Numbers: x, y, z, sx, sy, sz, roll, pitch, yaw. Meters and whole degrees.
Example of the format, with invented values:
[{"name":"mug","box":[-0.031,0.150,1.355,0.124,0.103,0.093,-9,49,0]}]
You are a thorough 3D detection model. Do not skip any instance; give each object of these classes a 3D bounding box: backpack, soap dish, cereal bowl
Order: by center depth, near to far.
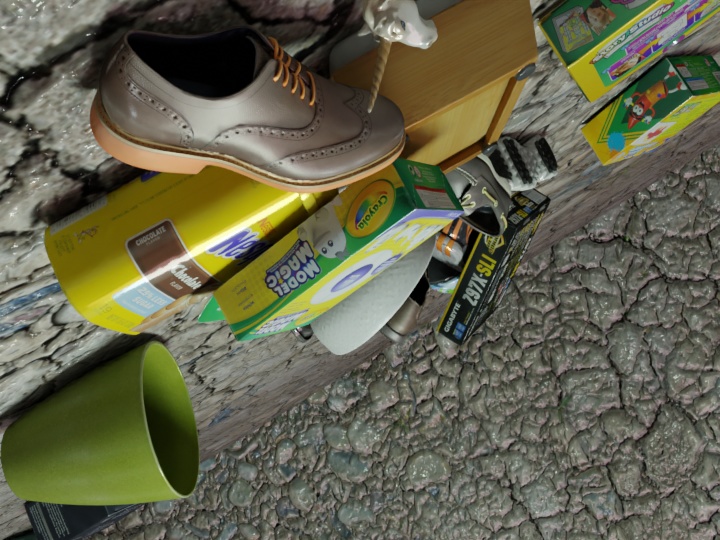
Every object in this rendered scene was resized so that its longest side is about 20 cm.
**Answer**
[{"name":"soap dish","box":[0.053,-0.132,0.605,0.155,0.082,0.200,-29,170,-7]},{"name":"cereal bowl","box":[0.000,0.000,0.952,0.200,0.083,0.201,-47,-167,14]},{"name":"backpack","box":[0.173,-0.036,1.250,0.162,0.155,0.200,-40,179,16]}]

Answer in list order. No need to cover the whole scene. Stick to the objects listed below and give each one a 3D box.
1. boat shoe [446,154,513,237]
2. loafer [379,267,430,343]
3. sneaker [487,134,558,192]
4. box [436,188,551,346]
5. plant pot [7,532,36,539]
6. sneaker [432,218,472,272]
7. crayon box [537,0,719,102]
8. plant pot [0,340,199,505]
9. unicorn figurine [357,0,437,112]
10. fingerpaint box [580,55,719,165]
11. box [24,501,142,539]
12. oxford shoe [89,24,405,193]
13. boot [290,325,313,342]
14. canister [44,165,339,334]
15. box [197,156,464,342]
[{"name":"boat shoe","box":[0.126,-0.092,0.890,0.070,0.062,0.200,-5,164,33]},{"name":"loafer","box":[0.069,0.017,1.015,0.071,0.073,0.202,-44,-163,29]},{"name":"sneaker","box":[0.201,-0.134,1.032,0.080,0.077,0.198,-26,173,34]},{"name":"box","box":[0.191,-0.008,1.087,0.159,0.049,0.203,-35,151,-55]},{"name":"plant pot","box":[-0.840,0.757,1.921,0.198,0.203,0.196,-30,162,4]},{"name":"sneaker","box":[0.141,-0.066,1.059,0.114,0.076,0.200,-61,174,-3]},{"name":"crayon box","box":[0.278,-0.255,0.717,0.198,0.059,0.172,-35,167,20]},{"name":"plant pot","box":[-0.321,0.204,0.922,0.195,0.192,0.187,-15,169,2]},{"name":"unicorn figurine","box":[0.078,-0.197,0.443,0.135,0.075,0.202,-10,144,-36]},{"name":"fingerpaint box","box":[0.461,-0.251,1.179,0.198,0.074,0.167,-19,163,-45]},{"name":"box","box":[-0.552,0.477,1.595,0.198,0.119,0.196,-33,169,18]},{"name":"oxford shoe","box":[-0.049,-0.094,0.438,0.196,0.073,0.073,-4,152,-31]},{"name":"boot","box":[-0.025,0.024,1.161,0.173,0.070,0.200,-37,175,20]},{"name":"canister","box":[-0.116,-0.036,0.574,0.197,0.088,0.149,-29,170,-2]},{"name":"box","box":[-0.024,-0.007,0.580,0.198,0.049,0.117,-34,170,23]}]
